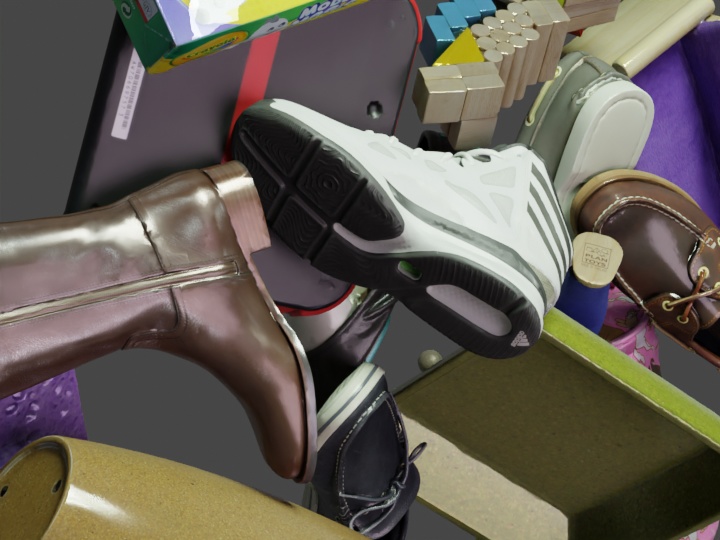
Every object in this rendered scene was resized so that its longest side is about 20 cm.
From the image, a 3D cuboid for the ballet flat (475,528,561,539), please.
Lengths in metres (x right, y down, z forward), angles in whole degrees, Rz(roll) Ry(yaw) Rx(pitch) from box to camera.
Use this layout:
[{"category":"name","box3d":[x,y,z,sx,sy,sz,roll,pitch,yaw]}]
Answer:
[{"category":"ballet flat","box3d":[0.086,0.212,1.604,0.067,0.067,0.200,38,81,-42]}]

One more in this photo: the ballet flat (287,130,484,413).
[{"category":"ballet flat","box3d":[0.000,0.000,1.464,0.068,0.068,0.200,39,85,-24]}]

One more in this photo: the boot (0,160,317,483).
[{"category":"boot","box3d":[-0.134,0.050,1.323,0.200,0.064,0.187,-17,91,-21]}]

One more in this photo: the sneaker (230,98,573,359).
[{"category":"sneaker","box3d":[0.029,-0.043,1.381,0.076,0.200,0.115,-54,180,42]}]

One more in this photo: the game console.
[{"category":"game console","box3d":[-0.064,-0.083,1.382,0.177,0.031,0.200,14,92,-22]}]

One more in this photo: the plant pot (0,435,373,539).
[{"category":"plant pot","box3d":[-0.110,0.178,1.344,0.200,0.186,0.187,37,81,-30]}]

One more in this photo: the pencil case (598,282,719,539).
[{"category":"pencil case","box3d":[0.173,0.101,1.624,0.083,0.087,0.200,-23,123,-3]}]

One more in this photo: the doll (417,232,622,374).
[{"category":"doll","box3d":[0.104,0.057,1.523,0.136,0.049,0.200,12,137,-5]}]

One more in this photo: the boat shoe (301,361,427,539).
[{"category":"boat shoe","box3d":[0.003,0.117,1.449,0.075,0.062,0.200,-48,161,-26]}]

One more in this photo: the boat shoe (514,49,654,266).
[{"category":"boat shoe","box3d":[0.111,-0.039,1.533,0.072,0.060,0.202,1,124,-41]}]

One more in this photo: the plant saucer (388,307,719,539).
[{"category":"plant saucer","box3d":[0.115,0.097,1.491,0.200,0.200,0.048,32,50,-21]}]

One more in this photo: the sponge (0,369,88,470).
[{"category":"sponge","box3d":[-0.199,0.125,1.375,0.111,0.030,0.200,-24,118,-31]}]

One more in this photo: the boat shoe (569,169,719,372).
[{"category":"boat shoe","box3d":[0.206,0.008,1.533,0.070,0.070,0.200,-44,130,15]}]

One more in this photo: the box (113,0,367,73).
[{"category":"box","box3d":[-0.046,-0.189,1.339,0.200,0.048,0.117,-23,85,-33]}]

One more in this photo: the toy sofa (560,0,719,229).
[{"category":"toy sofa","box3d":[0.208,-0.072,1.580,0.083,0.098,0.200,-37,126,-23]}]

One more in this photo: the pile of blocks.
[{"category":"pile of blocks","box3d":[0.078,-0.132,1.465,0.200,0.082,0.062,-42,155,-42]}]
